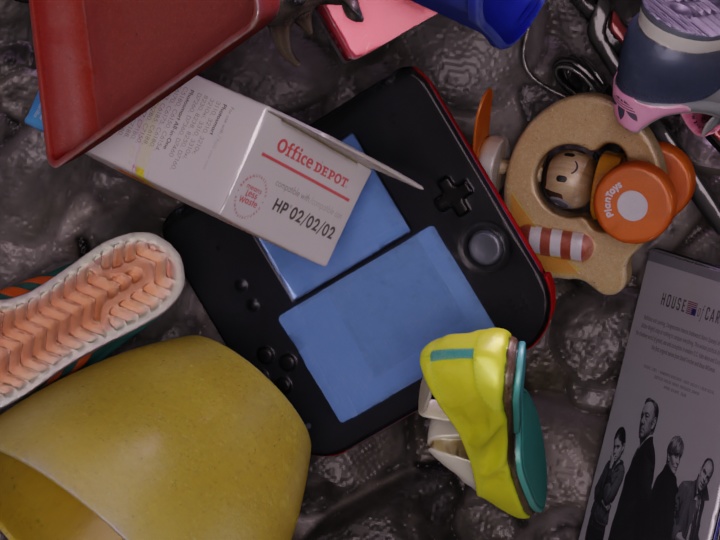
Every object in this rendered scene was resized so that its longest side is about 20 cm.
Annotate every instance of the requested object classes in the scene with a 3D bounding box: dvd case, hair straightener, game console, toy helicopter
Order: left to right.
[{"bbox_3d":[0.000,0.000,1.571,0.200,0.031,0.177,-31,95,24],"label":"game console"},{"bbox_3d":[0.097,-0.020,1.579,0.132,0.079,0.200,37,112,6],"label":"toy helicopter"},{"bbox_3d":[0.161,-0.092,1.595,0.077,0.041,0.200,-42,94,2],"label":"hair straightener"},{"bbox_3d":[0.188,0.095,1.557,0.025,0.150,0.200,12,94,-23],"label":"dvd case"}]

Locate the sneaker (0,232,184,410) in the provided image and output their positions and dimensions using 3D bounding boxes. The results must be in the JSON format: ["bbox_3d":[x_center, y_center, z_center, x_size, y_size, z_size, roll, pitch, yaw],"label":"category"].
[{"bbox_3d":[-0.196,0.041,1.572,0.200,0.080,0.071,-23,83,-9],"label":"sneaker"}]

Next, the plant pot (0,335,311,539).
[{"bbox_3d":[-0.112,0.121,1.550,0.200,0.200,0.142,44,67,-3],"label":"plant pot"}]

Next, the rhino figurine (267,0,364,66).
[{"bbox_3d":[-0.015,-0.208,1.430,0.087,0.060,0.200,10,97,-11],"label":"rhino figurine"}]

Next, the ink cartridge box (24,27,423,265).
[{"bbox_3d":[-0.077,-0.065,1.510,0.200,0.115,0.068,25,90,35],"label":"ink cartridge box"}]

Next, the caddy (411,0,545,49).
[{"bbox_3d":[0.074,-0.192,1.373,0.105,0.200,0.141,23,90,13],"label":"caddy"}]

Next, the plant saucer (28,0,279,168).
[{"bbox_3d":[-0.112,-0.179,1.441,0.037,0.200,0.200,7,65,-38],"label":"plant saucer"}]

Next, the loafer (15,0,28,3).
[{"bbox_3d":[-0.199,-0.258,1.565,0.073,0.071,0.200,-9,94,0],"label":"loafer"}]

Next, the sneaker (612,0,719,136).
[{"bbox_3d":[0.225,-0.118,1.557,0.200,0.070,0.082,0,126,-36],"label":"sneaker"}]

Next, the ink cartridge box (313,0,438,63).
[{"bbox_3d":[0.005,-0.239,1.531,0.145,0.145,0.200,-29,95,1],"label":"ink cartridge box"}]

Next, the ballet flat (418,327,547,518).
[{"bbox_3d":[0.069,0.087,1.545,0.067,0.200,0.067,1,64,9],"label":"ballet flat"}]
